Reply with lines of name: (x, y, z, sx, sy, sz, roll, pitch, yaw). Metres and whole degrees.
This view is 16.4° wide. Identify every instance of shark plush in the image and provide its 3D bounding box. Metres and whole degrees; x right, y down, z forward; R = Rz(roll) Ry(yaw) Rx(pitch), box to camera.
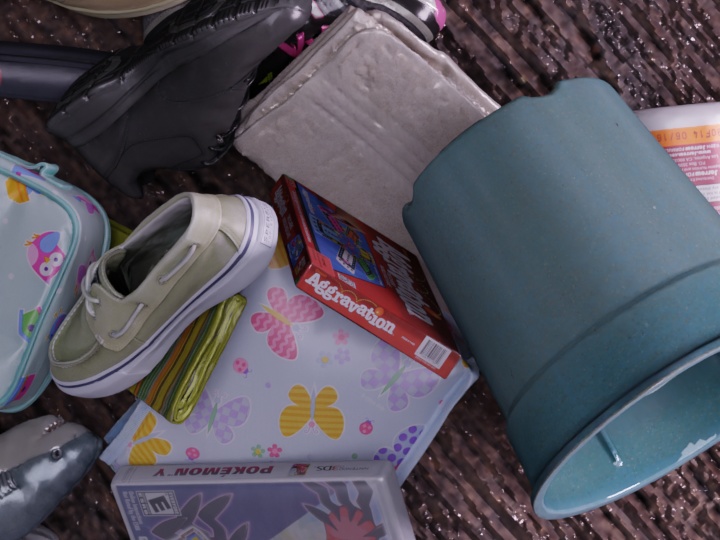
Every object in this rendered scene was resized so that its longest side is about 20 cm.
shark plush: (-0.239, 0.174, 1.542, 0.083, 0.091, 0.200, 25, 72, 16)

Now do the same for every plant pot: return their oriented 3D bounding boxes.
plant pot: (0.135, 0.007, 1.449, 0.200, 0.200, 0.196, -32, 71, 0)

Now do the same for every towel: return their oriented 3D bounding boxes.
towel: (-0.140, 0.025, 1.539, 0.018, 0.200, 0.086, 27, 90, -35)
towel: (0.029, -0.067, 1.567, 0.200, 0.034, 0.133, 41, 115, -18)

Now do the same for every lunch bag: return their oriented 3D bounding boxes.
lunch bag: (-0.259, -0.010, 1.568, 0.200, 0.077, 0.160, 25, 90, 15)
lunch bag: (-0.046, 0.084, 1.562, 0.170, 0.127, 0.200, 33, 100, -2)

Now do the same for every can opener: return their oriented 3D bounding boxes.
can opener: (-0.231, -0.131, 1.588, 0.200, 0.063, 0.079, 12, 119, -3)

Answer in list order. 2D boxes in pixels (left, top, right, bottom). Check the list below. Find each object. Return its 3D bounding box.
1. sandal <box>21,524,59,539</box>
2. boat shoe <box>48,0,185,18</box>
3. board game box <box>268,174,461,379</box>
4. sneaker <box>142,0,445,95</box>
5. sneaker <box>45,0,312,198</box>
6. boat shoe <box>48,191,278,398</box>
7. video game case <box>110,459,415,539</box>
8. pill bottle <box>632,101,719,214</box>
sandal: (-0.169, 0.242, 1.580, 0.050, 0.082, 0.203, -48, 63, 17)
boat shoe: (-0.187, -0.203, 1.558, 0.200, 0.065, 0.072, 7, 77, 20)
board game box: (0.000, 0.000, 1.475, 0.103, 0.200, 0.019, 33, 100, -15)
sneaker: (-0.048, -0.149, 1.577, 0.200, 0.074, 0.087, 6, 72, 5)
sneaker: (-0.097, -0.112, 1.522, 0.200, 0.076, 0.091, -28, 110, 35)
boat shoe: (-0.130, 0.008, 1.469, 0.062, 0.072, 0.200, 22, 135, -34)
video game case: (-0.043, 0.203, 1.542, 0.182, 0.023, 0.200, -3, 121, 22)
pill bottle: (0.207, -0.003, 1.571, 0.110, 0.110, 0.200, -6, 91, 0)
